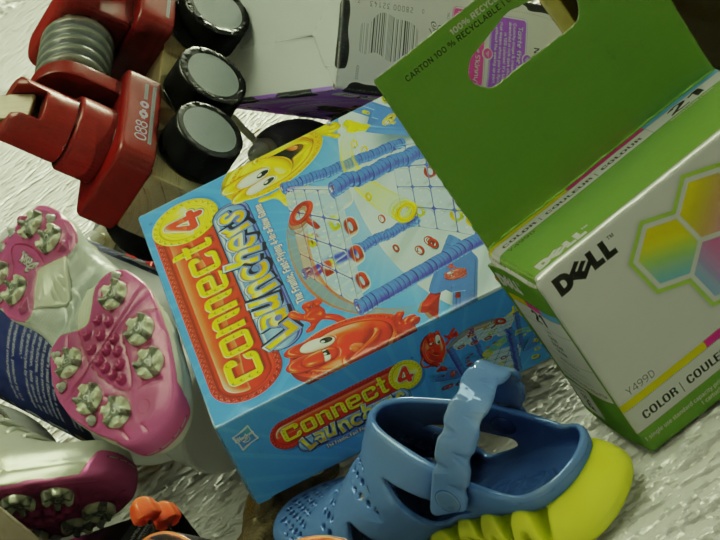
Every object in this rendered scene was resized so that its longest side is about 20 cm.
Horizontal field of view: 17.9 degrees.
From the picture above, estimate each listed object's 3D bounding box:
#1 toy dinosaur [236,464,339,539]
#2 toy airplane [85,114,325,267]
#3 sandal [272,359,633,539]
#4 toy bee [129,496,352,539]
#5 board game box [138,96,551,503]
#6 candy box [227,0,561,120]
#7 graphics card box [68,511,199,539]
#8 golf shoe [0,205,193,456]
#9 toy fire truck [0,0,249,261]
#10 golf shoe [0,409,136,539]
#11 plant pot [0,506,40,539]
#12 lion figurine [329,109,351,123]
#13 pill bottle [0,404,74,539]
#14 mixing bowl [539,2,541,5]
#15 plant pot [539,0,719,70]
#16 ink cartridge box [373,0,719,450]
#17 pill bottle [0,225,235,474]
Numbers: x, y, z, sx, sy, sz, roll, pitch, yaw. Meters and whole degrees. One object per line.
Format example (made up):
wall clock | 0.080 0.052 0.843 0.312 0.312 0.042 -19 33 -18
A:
toy dinosaur | -0.042 0.126 1.180 0.101 0.058 0.200 -45 7 23
toy airplane | -0.092 -0.046 1.509 0.200 0.141 0.199 -39 15 -2
sandal | 0.030 0.092 1.057 0.199 0.087 0.080 -23 24 39
toy bee | -0.068 0.148 1.027 0.198 0.110 0.131 -13 -18 3
board game box | 0.000 0.000 1.178 0.195 0.056 0.200 -26 37 -1
candy box | 0.034 -0.129 1.421 0.199 0.072 0.167 5 -2 -28
graphics card box | -0.179 0.203 1.214 0.199 0.051 0.126 -20 23 36
golf shoe | -0.126 0.038 1.208 0.075 0.091 0.200 -47 42 5
toy fire truck | -0.184 -0.109 1.364 0.129 0.199 0.177 -50 26 37
golf shoe | -0.205 0.103 1.227 0.199 0.075 0.092 -12 61 29
plant pot | -0.235 0.182 1.087 0.174 0.200 0.200 -54 24 -17
lion figurine | 0.040 -0.036 1.350 0.199 0.123 0.073 7 51 42
pill bottle | -0.241 0.133 1.394 0.111 0.112 0.200 -42 19 -18
mixing bowl | 0.167 -0.259 1.465 0.200 0.109 0.200 -35 -14 -10
plant pot | 0.201 -0.146 1.184 0.194 0.196 0.200 -34 10 5
ink cartridge box | 0.122 -0.044 1.039 0.147 0.201 0.076 -38 19 -5
pill bottle | -0.144 0.050 1.352 0.199 0.112 0.111 21 56 40
